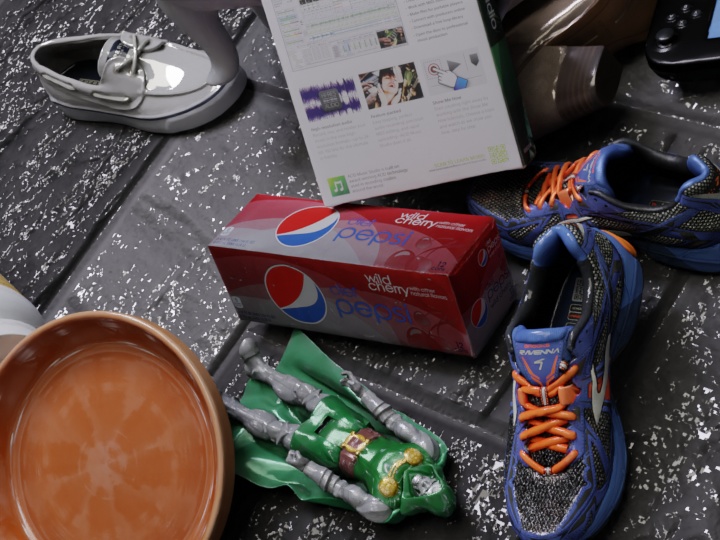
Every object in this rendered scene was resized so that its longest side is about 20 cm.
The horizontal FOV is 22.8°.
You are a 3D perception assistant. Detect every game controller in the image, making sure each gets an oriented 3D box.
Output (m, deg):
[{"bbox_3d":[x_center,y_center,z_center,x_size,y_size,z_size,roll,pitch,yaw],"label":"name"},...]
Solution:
[{"bbox_3d":[0.284,-0.172,1.153,0.199,0.042,0.105,-4,55,29],"label":"game controller"}]

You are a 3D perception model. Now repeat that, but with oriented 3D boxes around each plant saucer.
[{"bbox_3d":[-0.169,0.127,1.170,0.200,0.032,0.201,-3,84,26],"label":"plant saucer"}]

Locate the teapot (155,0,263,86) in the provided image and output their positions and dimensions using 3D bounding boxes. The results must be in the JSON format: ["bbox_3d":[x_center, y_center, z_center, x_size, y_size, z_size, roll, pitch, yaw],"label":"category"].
[{"bbox_3d":[-0.067,-0.259,1.240,0.200,0.146,0.198,-24,41,56],"label":"teapot"}]

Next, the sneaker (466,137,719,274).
[{"bbox_3d":[0.153,-0.051,1.118,0.199,0.078,0.076,2,57,34],"label":"sneaker"}]

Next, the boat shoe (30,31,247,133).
[{"bbox_3d":[-0.182,-0.160,1.427,0.199,0.066,0.072,10,63,38],"label":"boat shoe"}]

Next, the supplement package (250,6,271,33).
[{"bbox_3d":[-0.012,-0.283,1.378,0.200,0.114,0.110,-30,45,12],"label":"supplement package"}]

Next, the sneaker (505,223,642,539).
[{"bbox_3d":[0.112,0.063,1.034,0.075,0.078,0.201,-5,68,30],"label":"sneaker"}]

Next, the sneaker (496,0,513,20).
[{"bbox_3d":[0.041,-0.131,1.187,0.071,0.073,0.200,49,132,30],"label":"sneaker"}]

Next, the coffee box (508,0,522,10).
[{"bbox_3d":[0.046,-0.209,1.258,0.200,0.080,0.115,-35,28,26],"label":"coffee box"}]

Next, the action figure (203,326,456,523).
[{"bbox_3d":[-0.014,0.107,1.127,0.200,0.055,0.118,25,69,38],"label":"action figure"}]

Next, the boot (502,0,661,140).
[{"bbox_3d":[0.127,-0.167,1.237,0.146,0.070,0.200,-3,47,41],"label":"boot"}]

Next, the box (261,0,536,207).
[{"bbox_3d":[0.017,-0.149,1.135,0.144,0.201,0.036,-10,18,23],"label":"box"}]

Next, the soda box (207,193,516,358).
[{"bbox_3d":[0.000,0.000,1.175,0.199,0.070,0.063,7,41,36],"label":"soda box"}]

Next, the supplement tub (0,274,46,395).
[{"bbox_3d":[-0.309,0.056,1.288,0.144,0.144,0.200,-47,45,-7],"label":"supplement tub"}]
